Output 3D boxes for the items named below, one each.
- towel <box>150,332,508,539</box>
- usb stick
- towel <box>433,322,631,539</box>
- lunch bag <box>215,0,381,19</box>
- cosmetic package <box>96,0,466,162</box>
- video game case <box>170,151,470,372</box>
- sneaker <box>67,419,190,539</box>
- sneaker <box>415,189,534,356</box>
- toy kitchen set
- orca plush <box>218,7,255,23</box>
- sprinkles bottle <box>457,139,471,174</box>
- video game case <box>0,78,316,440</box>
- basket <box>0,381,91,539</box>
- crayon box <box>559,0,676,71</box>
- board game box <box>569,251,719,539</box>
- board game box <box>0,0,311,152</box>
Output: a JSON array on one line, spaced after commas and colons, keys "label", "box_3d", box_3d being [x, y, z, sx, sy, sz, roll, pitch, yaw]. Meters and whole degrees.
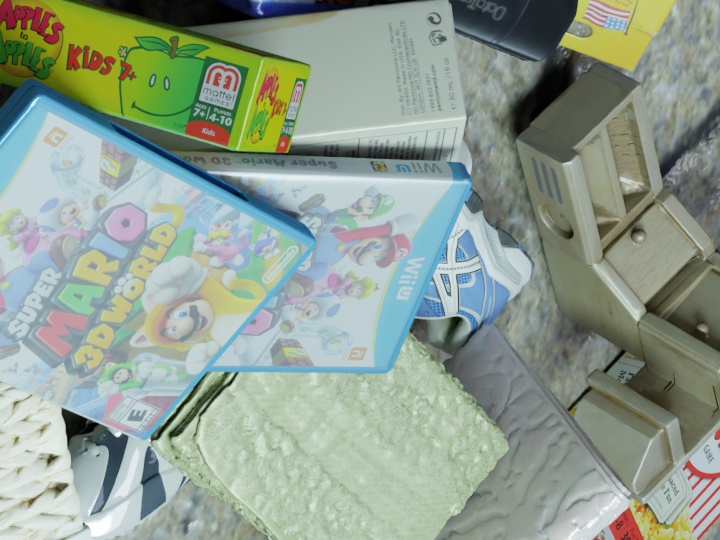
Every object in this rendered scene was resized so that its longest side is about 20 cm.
[{"label": "towel", "box_3d": [-0.014, 0.091, 1.590, 0.200, 0.036, 0.148, 42, 82, -31]}, {"label": "usb stick", "box_3d": [0.053, -0.155, 1.505, 0.200, 0.033, 0.056, 14, 107, -54]}, {"label": "towel", "box_3d": [0.048, 0.148, 1.671, 0.200, 0.191, 0.032, -43, 125, 6]}, {"label": "lunch bag", "box_3d": [0.005, -0.225, 1.529, 0.200, 0.124, 0.170, -3, 111, -35]}, {"label": "cosmetic package", "box_3d": [-0.049, -0.084, 1.484, 0.200, 0.071, 0.105, -6, 164, -6]}, {"label": "video game case", "box_3d": [-0.056, -0.002, 1.465, 0.200, 0.018, 0.143, 1, 133, -24]}, {"label": "sneaker", "box_3d": [-0.130, 0.066, 1.581, 0.199, 0.079, 0.130, -22, 109, -16]}, {"label": "sneaker", "box_3d": [0.035, -0.015, 1.694, 0.200, 0.076, 0.077, 41, 75, -45]}, {"label": "toy kitchen set", "box_3d": [0.181, 0.019, 1.746, 0.163, 0.200, 0.181, -43, 142, -21]}, {"label": "orca plush", "box_3d": [-0.018, -0.106, 1.601, 0.200, 0.071, 0.105, -13, 118, -40]}, {"label": "sprinkles bottle", "box_3d": [0.000, 0.000, 1.623, 0.068, 0.068, 0.200, -16, 143, -39]}, {"label": "video game case", "box_3d": [-0.132, 0.000, 1.373, 0.143, 0.018, 0.200, -48, 136, 14]}, {"label": "basket", "box_3d": [-0.255, 0.112, 1.432, 0.200, 0.135, 0.124, -23, 122, -36]}, {"label": "crayon box", "box_3d": [0.143, -0.220, 1.634, 0.127, 0.051, 0.200, 20, 130, -10]}, {"label": "board game box", "box_3d": [0.223, 0.107, 1.960, 0.200, 0.046, 0.152, -46, 135, -18]}, {"label": "board game box", "box_3d": [-0.134, -0.107, 1.374, 0.102, 0.200, 0.048, -10, 116, -78]}]
